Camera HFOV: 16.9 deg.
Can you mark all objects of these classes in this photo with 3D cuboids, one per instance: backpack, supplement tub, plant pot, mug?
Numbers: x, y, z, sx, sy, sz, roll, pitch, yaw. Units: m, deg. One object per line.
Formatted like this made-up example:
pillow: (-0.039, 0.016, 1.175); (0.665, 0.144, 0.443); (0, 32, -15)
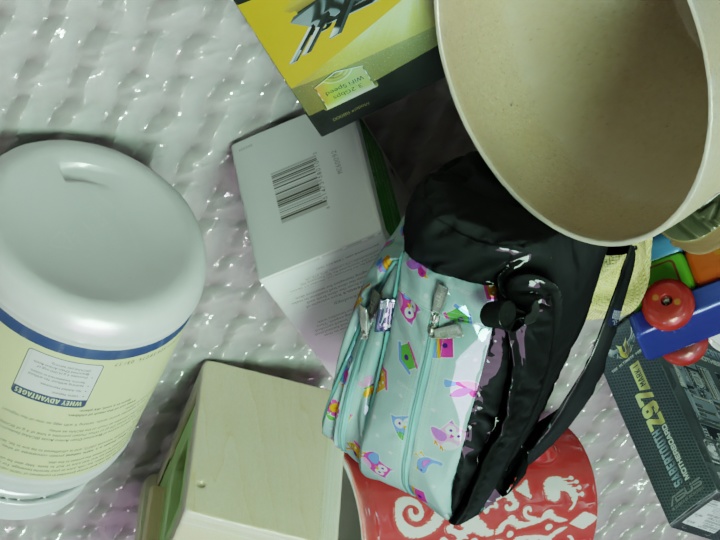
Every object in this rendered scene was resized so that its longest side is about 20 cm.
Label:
backpack: (0.061, 0.037, 1.359); (0.167, 0.126, 0.201); (-26, 139, -51)
supplement tub: (-0.185, 0.038, 1.416); (0.144, 0.146, 0.200); (2, 139, -28)
plant pot: (0.152, -0.129, 1.254); (0.134, 0.201, 0.201); (-23, 151, -34)
mug: (0.067, 0.164, 1.712); (0.199, 0.134, 0.178); (-4, 160, -27)

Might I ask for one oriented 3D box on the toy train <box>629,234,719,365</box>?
toy train: (0.258, -0.028, 1.565); (0.199, 0.116, 0.085); (-22, 155, 7)

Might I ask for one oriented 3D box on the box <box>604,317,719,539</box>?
box: (0.268, 0.126, 1.743); (0.051, 0.158, 0.199); (-40, 141, 27)

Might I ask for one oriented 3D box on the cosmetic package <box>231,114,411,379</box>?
cosmetic package: (0.000, 0.000, 1.487); (0.084, 0.108, 0.200); (-22, 146, 11)

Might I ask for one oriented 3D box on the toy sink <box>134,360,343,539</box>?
toy sink: (-0.092, 0.180, 1.642); (0.111, 0.131, 0.201); (14, 137, -10)

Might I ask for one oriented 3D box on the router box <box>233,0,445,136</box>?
router box: (0.033, -0.174, 1.323); (0.199, 0.052, 0.157); (-26, 145, 7)

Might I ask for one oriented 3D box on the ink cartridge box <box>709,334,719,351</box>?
ink cartridge box: (0.333, -0.013, 1.655); (0.199, 0.086, 0.147); (-33, 143, 19)

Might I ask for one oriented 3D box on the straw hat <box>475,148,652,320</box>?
straw hat: (0.133, -0.011, 1.474); (0.201, 0.085, 0.202); (-34, 136, -41)

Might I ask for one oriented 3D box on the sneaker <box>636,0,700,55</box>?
sneaker: (0.190, -0.170, 1.348); (0.072, 0.072, 0.201); (3, 114, -29)

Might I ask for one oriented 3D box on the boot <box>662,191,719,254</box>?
boot: (0.242, -0.074, 1.418); (0.175, 0.066, 0.200); (-32, 172, 11)
